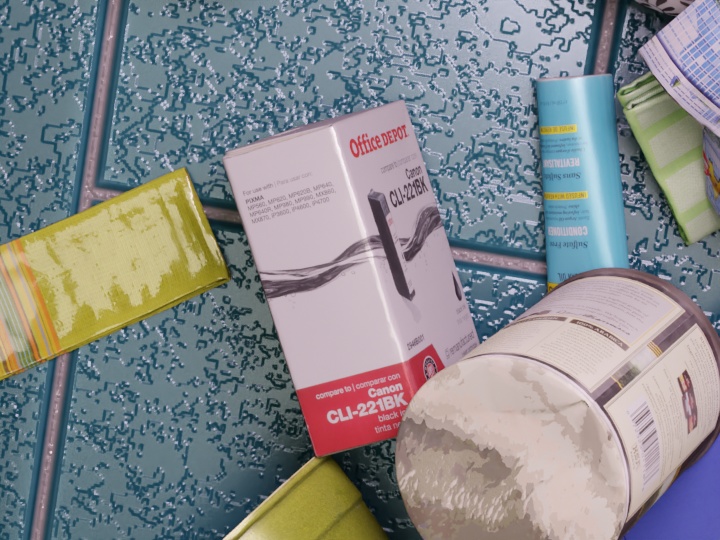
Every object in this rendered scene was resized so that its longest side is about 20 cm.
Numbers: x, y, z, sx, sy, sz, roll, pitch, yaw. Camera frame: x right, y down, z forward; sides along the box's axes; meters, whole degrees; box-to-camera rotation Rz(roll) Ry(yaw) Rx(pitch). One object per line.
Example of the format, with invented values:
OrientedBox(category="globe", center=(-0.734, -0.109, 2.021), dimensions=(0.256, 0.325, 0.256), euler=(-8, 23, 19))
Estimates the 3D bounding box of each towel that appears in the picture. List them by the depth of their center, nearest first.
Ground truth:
OrientedBox(category="towel", center=(0.278, -0.107, 1.335), dimensions=(0.199, 0.031, 0.149), euler=(-29, 130, 5))
OrientedBox(category="towel", center=(-0.194, 0.007, 1.415), dimensions=(0.199, 0.018, 0.086), euler=(-23, 95, 5))

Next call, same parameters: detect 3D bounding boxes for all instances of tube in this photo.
OrientedBox(category="tube", center=(0.149, -0.029, 1.377), dimensions=(0.050, 0.077, 0.201), euler=(-9, 96, -37))

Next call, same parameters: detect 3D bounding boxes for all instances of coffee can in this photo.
OrientedBox(category="coffee can", center=(0.128, 0.093, 1.273), dimensions=(0.146, 0.200, 0.147), euler=(8, 108, 26))

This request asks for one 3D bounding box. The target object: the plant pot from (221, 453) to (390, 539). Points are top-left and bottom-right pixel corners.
OrientedBox(category="plant pot", center=(-0.027, 0.251, 1.327), dimensions=(0.200, 0.200, 0.193), euler=(-44, 84, 6))

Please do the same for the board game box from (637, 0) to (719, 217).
OrientedBox(category="board game box", center=(0.271, -0.107, 1.265), dimensions=(0.200, 0.062, 0.200), euler=(-42, 136, 21))

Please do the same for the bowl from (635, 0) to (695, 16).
OrientedBox(category="bowl", center=(0.229, -0.224, 1.316), dimensions=(0.200, 0.201, 0.094), euler=(-25, 137, 5))

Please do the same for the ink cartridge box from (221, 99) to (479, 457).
OrientedBox(category="ink cartridge box", center=(0.000, 0.000, 1.334), dimensions=(0.083, 0.144, 0.201), euler=(-16, 95, 22))

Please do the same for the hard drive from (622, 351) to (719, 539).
OrientedBox(category="hard drive", center=(0.234, 0.119, 1.357), dimensions=(0.199, 0.025, 0.132), euler=(-20, 95, 32))
